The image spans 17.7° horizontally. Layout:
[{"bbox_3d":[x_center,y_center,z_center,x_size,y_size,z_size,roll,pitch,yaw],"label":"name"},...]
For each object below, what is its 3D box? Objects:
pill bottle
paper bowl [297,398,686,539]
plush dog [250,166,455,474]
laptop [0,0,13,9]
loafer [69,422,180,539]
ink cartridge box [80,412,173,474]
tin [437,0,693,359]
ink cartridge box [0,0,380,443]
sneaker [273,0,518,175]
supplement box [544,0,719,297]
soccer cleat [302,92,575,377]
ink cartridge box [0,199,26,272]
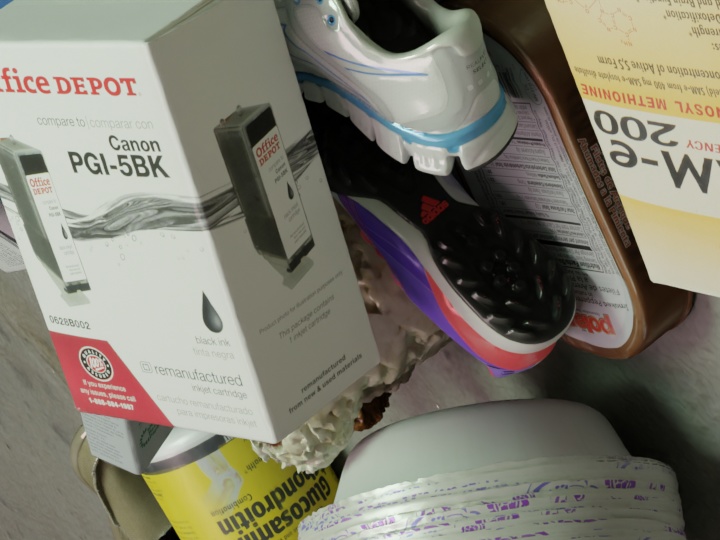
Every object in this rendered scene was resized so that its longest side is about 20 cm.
[{"bbox_3d":[-0.062,0.169,1.544,0.112,0.112,0.201,-3,120,61],"label":"pill bottle"},{"bbox_3d":[0.066,0.131,1.192,0.201,0.199,0.105,136,129,-65],"label":"paper bowl"},{"bbox_3d":[0.000,0.000,1.234,0.172,0.159,0.202,169,94,-78],"label":"plush dog"},{"bbox_3d":[-0.150,-0.195,1.109,0.200,0.176,0.104,136,140,-56],"label":"laptop"},{"bbox_3d":[-0.164,0.169,1.780,0.068,0.076,0.200,35,159,31],"label":"loafer"},{"bbox_3d":[-0.100,-0.023,1.268,0.043,0.197,0.201,18,142,21],"label":"ink cartridge box"},{"bbox_3d":[0.090,-0.046,1.096,0.112,0.042,0.201,15,135,60],"label":"tin"},{"bbox_3d":[-0.091,-0.032,1.069,0.146,0.083,0.201,5,121,42],"label":"ink cartridge box"},{"bbox_3d":[-0.017,-0.119,1.051,0.199,0.075,0.087,21,145,27],"label":"sneaker"},{"bbox_3d":[0.145,-0.085,0.902,0.126,0.073,0.201,15,135,55],"label":"supplement box"},{"bbox_3d":[0.020,-0.029,1.121,0.200,0.068,0.073,46,154,10],"label":"soccer cleat"},{"bbox_3d":[-0.175,-0.085,1.352,0.083,0.146,0.200,32,163,-21],"label":"ink cartridge box"}]
